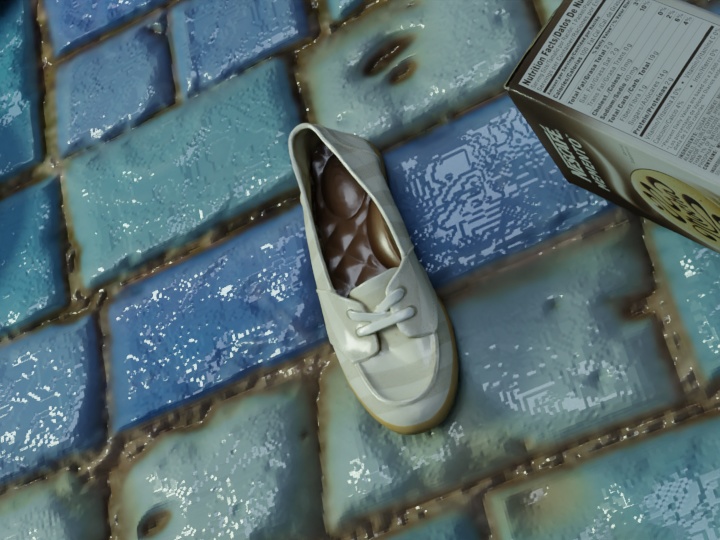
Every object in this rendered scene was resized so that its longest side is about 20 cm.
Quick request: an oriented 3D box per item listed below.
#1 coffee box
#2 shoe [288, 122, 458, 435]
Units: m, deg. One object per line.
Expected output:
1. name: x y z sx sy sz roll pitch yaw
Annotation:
1. coffee box: 0.183 -0.060 0.687 0.200 0.113 0.080 31 84 35
2. shoe: 0.000 0.000 0.792 0.070 0.053 0.201 -28 58 15
